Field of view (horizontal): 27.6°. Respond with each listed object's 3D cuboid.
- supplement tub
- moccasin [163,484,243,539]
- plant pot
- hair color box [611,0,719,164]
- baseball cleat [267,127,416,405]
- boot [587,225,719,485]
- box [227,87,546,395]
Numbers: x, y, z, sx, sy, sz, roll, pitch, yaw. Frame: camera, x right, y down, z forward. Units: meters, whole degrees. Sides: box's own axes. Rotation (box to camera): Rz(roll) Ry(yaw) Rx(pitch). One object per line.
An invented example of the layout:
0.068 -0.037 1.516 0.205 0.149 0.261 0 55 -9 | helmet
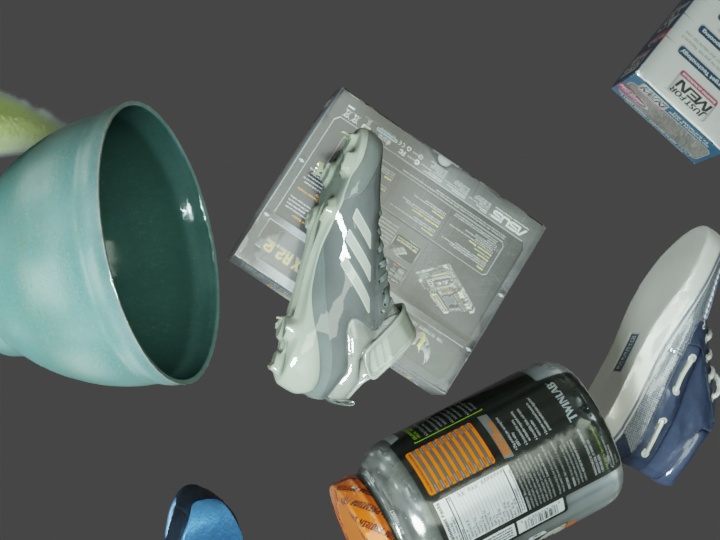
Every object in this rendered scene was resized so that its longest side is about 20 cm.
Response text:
0.085 0.161 1.103 0.199 0.123 0.123 -25 90 -12 | supplement tub
-0.116 0.251 1.076 0.080 0.068 0.201 5 107 -24 | moccasin
-0.199 -0.008 1.039 0.134 0.200 0.201 -10 86 14 | plant pot
0.310 -0.197 1.215 0.100 0.061 0.200 41 78 -5 | hair color box
0.000 0.000 1.087 0.106 0.070 0.201 18 92 -16 | baseball cleat
0.256 0.069 1.181 0.090 0.073 0.200 32 86 -16 | boot
0.022 -0.021 1.144 0.200 0.048 0.159 33 81 -7 | box
